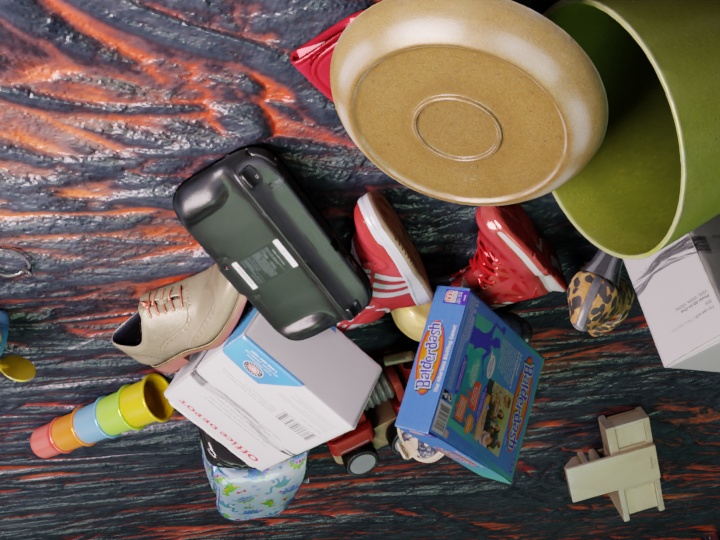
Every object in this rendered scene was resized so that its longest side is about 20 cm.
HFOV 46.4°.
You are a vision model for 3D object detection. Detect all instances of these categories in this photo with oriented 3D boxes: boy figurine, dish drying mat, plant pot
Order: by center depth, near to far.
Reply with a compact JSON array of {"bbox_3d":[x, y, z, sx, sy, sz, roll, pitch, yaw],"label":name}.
[{"bbox_3d":[0.070,-0.106,0.587,0.198,0.028,0.201,14,150,8],"label":"plant pot"},{"bbox_3d":[0.253,-0.131,0.615,0.198,0.188,0.188,-21,152,-14],"label":"plant pot"},{"bbox_3d":[0.032,-0.130,0.663,0.076,0.018,0.200,-27,147,23],"label":"dish drying mat"},{"bbox_3d":[0.111,0.071,0.977,0.199,0.064,0.125,16,109,-37],"label":"boy figurine"}]

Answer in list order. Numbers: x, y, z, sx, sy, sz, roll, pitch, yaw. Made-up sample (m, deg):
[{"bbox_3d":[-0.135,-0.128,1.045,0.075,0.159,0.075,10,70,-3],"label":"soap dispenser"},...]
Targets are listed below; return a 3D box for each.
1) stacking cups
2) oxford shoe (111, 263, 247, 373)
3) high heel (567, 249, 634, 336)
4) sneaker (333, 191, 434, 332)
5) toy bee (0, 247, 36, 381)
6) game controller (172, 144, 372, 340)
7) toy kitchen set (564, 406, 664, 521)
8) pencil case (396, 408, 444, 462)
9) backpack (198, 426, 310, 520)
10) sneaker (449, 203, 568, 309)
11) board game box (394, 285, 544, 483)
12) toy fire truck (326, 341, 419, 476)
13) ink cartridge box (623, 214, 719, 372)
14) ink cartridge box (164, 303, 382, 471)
[{"bbox_3d":[-0.324,0.181,1.032,0.198,0.061,0.060,-20,150,22],"label":"stacking cups"},{"bbox_3d":[-0.179,0.043,0.831,0.074,0.071,0.200,21,135,-34],"label":"oxford shoe"},{"bbox_3d":[0.252,0.051,0.928,0.071,0.143,0.201,22,147,21],"label":"high heel"},{"bbox_3d":[0.000,0.000,0.820,0.111,0.072,0.200,-21,151,8],"label":"sneaker"},{"bbox_3d":[-0.371,0.078,0.777,0.130,0.110,0.200,1,148,-19],"label":"toy bee"},{"bbox_3d":[-0.073,-0.017,0.734,0.104,0.042,0.200,-22,126,21],"label":"game controller"},{"bbox_3d":[0.441,0.338,1.562,0.162,0.181,0.202,-16,111,1],"label":"toy kitchen set"},{"bbox_3d":[0.124,0.174,1.006,0.199,0.078,0.090,-3,126,-50],"label":"pencil case"},{"bbox_3d":[-0.147,0.262,1.164,0.162,0.155,0.200,-8,163,-21],"label":"backpack"},{"bbox_3d":[0.135,-0.001,0.864,0.115,0.079,0.200,-26,146,20],"label":"sneaker"},{"bbox_3d":[0.124,0.127,0.900,0.045,0.153,0.200,5,157,39],"label":"board game box"},{"bbox_3d":[0.025,0.151,1.052,0.175,0.129,0.201,-24,129,-5],"label":"toy fire truck"},{"bbox_3d":[0.328,-0.009,0.796,0.145,0.202,0.084,8,146,-30],"label":"ink cartridge box"},{"bbox_3d":[-0.096,0.118,0.885,0.145,0.084,0.200,41,139,-13],"label":"ink cartridge box"}]
